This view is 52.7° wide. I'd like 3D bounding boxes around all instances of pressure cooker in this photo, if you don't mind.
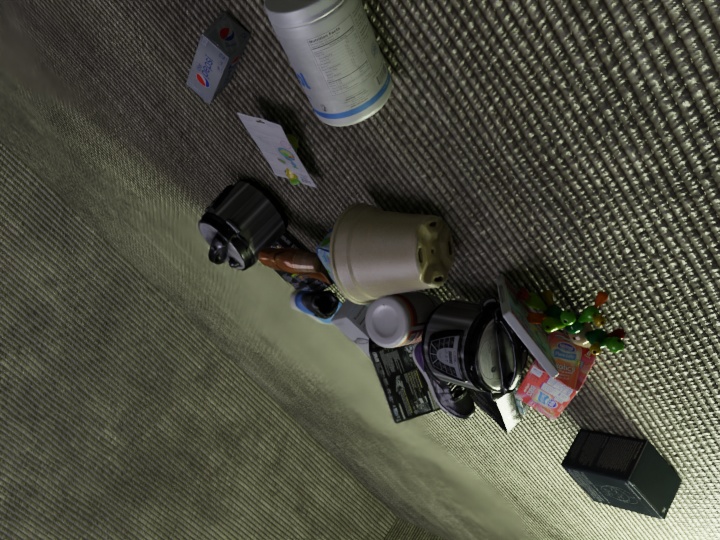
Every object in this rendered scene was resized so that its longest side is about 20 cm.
[{"bbox_3d":[0.243,0.150,1.468,0.199,0.180,0.176,8,154,51],"label":"pressure cooker"},{"bbox_3d":[-0.295,-0.100,1.762,0.177,0.200,0.177,23,153,39],"label":"pressure cooker"}]

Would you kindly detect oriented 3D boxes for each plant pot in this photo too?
[{"bbox_3d":[0.072,-0.035,1.397,0.182,0.202,0.201,-1,138,39],"label":"plant pot"}]

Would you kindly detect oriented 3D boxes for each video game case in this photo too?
[{"bbox_3d":[0.297,0.094,1.309,0.143,0.017,0.200,51,-163,-10],"label":"video game case"}]

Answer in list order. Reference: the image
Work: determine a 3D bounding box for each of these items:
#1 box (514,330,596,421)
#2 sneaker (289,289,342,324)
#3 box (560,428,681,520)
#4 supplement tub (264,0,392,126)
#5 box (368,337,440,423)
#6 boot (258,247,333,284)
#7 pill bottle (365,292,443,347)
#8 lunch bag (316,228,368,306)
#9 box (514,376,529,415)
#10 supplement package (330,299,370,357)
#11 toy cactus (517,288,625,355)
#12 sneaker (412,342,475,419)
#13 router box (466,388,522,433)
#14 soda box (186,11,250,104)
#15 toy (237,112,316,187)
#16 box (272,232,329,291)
[{"bbox_3d":[0.394,0.216,1.480,0.102,0.095,0.201,31,157,17],"label":"box"},{"bbox_3d":[-0.085,0.102,1.954,0.110,0.078,0.199,5,164,45],"label":"sneaker"},{"bbox_3d":[0.583,0.454,1.636,0.149,0.107,0.199,46,157,-19],"label":"box"},{"bbox_3d":[-0.042,-0.325,1.057,0.131,0.132,0.201,18,150,38],"label":"supplement tub"},{"bbox_3d":[0.125,0.239,1.741,0.086,0.162,0.202,-88,-22,-73],"label":"box"},{"bbox_3d":[-0.147,-0.014,1.770,0.153,0.078,0.200,7,-179,20],"label":"boot"},{"bbox_3d":[0.104,0.103,1.565,0.109,0.111,0.199,23,-167,31],"label":"pill bottle"},{"bbox_3d":[0.000,0.000,1.676,0.160,0.083,0.201,18,150,41],"label":"lunch bag"},{"bbox_3d":[0.325,0.253,1.726,0.136,0.040,0.201,21,152,36],"label":"box"},{"bbox_3d":[0.045,0.145,1.839,0.200,0.118,0.117,43,158,-12],"label":"supplement package"},{"bbox_3d":[0.385,0.091,1.296,0.198,0.103,0.165,18,169,35],"label":"toy cactus"},{"bbox_3d":[0.189,0.244,1.614,0.201,0.075,0.088,53,162,6],"label":"sneaker"},{"bbox_3d":[0.269,0.254,1.636,0.200,0.051,0.150,42,165,42],"label":"router box"},{"bbox_3d":[-0.267,-0.390,1.349,0.063,0.069,0.200,40,158,-9],"label":"soda box"},{"bbox_3d":[-0.159,-0.254,1.477,0.114,0.048,0.201,21,156,28],"label":"toy"},{"bbox_3d":[-0.177,-0.014,1.963,0.193,0.048,0.200,43,157,-9],"label":"box"}]
